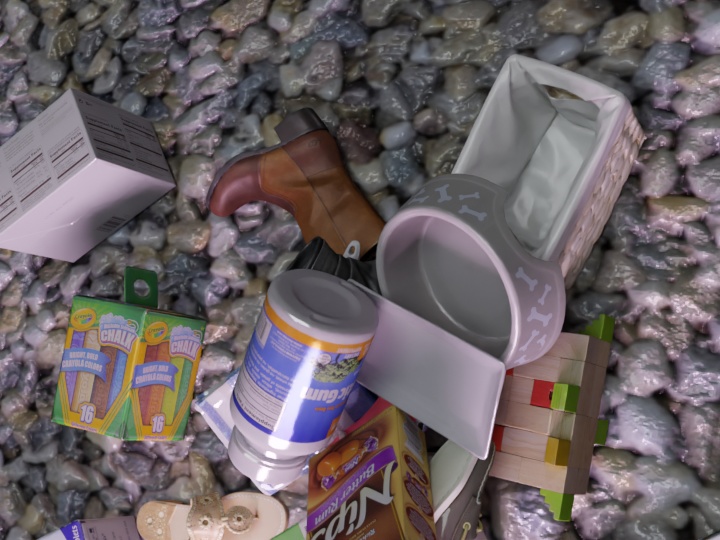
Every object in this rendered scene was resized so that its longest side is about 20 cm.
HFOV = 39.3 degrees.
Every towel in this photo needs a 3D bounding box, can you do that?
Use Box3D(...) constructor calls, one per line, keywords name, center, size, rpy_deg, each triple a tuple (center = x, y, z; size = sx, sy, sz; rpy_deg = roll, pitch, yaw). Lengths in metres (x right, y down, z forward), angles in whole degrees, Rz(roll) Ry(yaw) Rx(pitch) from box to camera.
Box3D(name="towel", center=(-0.081, 0.156, 1.136), size=(0.200, 0.024, 0.147), rpy_deg=(-37, 92, 25))

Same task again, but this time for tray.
Box3D(name="tray", center=(0.057, 0.090, 0.976), size=(0.199, 0.022, 0.108), rpy_deg=(28, 124, 35))

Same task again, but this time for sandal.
Box3D(name="sandal", center=(-0.191, 0.301, 1.185), size=(0.211, 0.070, 0.078), rpy_deg=(-7, 79, 28))

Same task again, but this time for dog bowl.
Box3D(name="dog bowl", center=(0.096, 0.012, 0.956), size=(0.200, 0.059, 0.201), rpy_deg=(29, 133, 35))

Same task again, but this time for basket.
Box3D(name="basket", center=(0.182, -0.092, 1.017), size=(0.135, 0.123, 0.201), rpy_deg=(28, 95, 30))

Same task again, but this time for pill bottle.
Box3D(name="pill bottle", center=(-0.064, 0.109, 0.991), size=(0.112, 0.112, 0.201), rpy_deg=(37, 121, 28))

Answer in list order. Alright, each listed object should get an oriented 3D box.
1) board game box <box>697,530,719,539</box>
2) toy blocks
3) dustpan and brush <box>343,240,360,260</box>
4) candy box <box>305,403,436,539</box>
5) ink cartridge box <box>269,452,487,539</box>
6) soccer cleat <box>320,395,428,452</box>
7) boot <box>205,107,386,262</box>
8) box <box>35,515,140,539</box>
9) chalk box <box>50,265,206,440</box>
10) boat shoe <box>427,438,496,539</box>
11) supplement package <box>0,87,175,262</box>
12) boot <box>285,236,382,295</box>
Box3D(name="board game box", center=(0.292, 0.339, 0.918), size=(0.199, 0.064, 0.148), rpy_deg=(-33, 69, 22))
Box3D(name="toy blocks", center=(0.167, 0.135, 1.013), size=(0.136, 0.100, 0.201), rpy_deg=(7, 83, 40))
Box3D(name="dustpan and brush", center=(-0.028, 0.064, 1.141), size=(0.139, 0.057, 0.201), rpy_deg=(22, 93, 29))
Box3D(name="candy box", center=(0.008, 0.228, 0.948), size=(0.116, 0.056, 0.200), rpy_deg=(-35, 25, 17))
Box3D(name="ink cartridge box", center=(0.024, 0.301, 1.058), size=(0.200, 0.084, 0.146), rpy_deg=(-35, 67, 19))
Box3D(name="soccer cleat", center=(0.044, 0.163, 1.071), size=(0.200, 0.076, 0.067), rpy_deg=(-43, 45, 15))
Box3D(name="boot", center=(-0.075, -0.062, 1.202), size=(0.188, 0.068, 0.201), rpy_deg=(-34, 74, 12))
Box3D(name="box", center=(-0.358, 0.424, 1.236), size=(0.199, 0.105, 0.185), rpy_deg=(-30, 68, 22))
Box3D(name="chalk box", center=(-0.278, 0.098, 1.236), size=(0.123, 0.124, 0.201), rpy_deg=(9, 87, 30))
Box3D(name="boat shoe", center=(0.078, 0.244, 0.961), size=(0.202, 0.060, 0.072), rpy_deg=(-59, 18, -18))
Box3D(name="supplement package", center=(-0.374, -0.117, 1.306), size=(0.199, 0.156, 0.111), rpy_deg=(-32, 69, 20))
Box3D(name="boot", center=(0.000, 0.000, 1.071), size=(0.070, 0.131, 0.201), rpy_deg=(-10, 48, 61))
